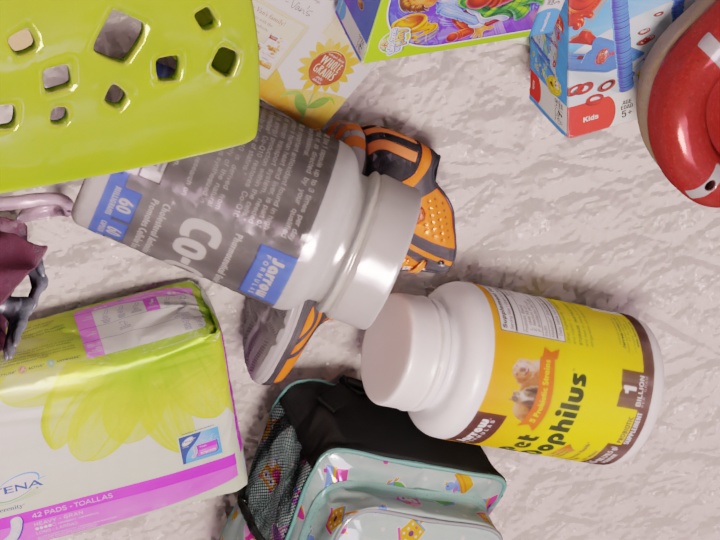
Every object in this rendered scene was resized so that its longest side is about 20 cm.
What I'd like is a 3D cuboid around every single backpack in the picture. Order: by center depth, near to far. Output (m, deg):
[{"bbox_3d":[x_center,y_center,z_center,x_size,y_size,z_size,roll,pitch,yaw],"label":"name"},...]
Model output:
[{"bbox_3d":[-0.004,0.196,1.866,0.175,0.154,0.200,10,128,-32],"label":"backpack"}]

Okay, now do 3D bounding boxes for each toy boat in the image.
[{"bbox_3d":[0.274,-0.118,1.657,0.200,0.131,0.130,-44,132,8],"label":"toy boat"}]

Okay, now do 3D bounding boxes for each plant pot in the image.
[{"bbox_3d":[-0.173,-0.179,1.448,0.199,0.199,0.182,-14,134,-27],"label":"plant pot"}]

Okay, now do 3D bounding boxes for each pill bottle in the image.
[{"bbox_3d":[-0.070,-0.044,1.641,0.199,0.114,0.114,23,118,-6],"label":"pill bottle"},{"bbox_3d":[0.104,0.070,1.833,0.199,0.109,0.110,11,121,-26],"label":"pill bottle"}]

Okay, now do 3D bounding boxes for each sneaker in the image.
[{"bbox_3d":[0.000,0.000,1.764,0.111,0.078,0.201,13,120,-26],"label":"sneaker"}]

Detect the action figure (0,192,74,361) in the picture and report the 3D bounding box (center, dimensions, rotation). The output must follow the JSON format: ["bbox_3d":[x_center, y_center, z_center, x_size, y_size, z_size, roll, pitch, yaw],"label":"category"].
[{"bbox_3d":[-0.291,-0.020,1.628,0.199,0.134,0.150,24,79,-5],"label":"action figure"}]

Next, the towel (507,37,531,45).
[{"bbox_3d":[0.053,-0.208,1.662,0.199,0.023,0.153,-1,125,-19],"label":"towel"}]

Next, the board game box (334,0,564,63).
[{"bbox_3d":[0.072,-0.213,1.541,0.134,0.045,0.201,-12,146,-23],"label":"board game box"}]

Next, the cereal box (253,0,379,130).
[{"bbox_3d":[-0.018,-0.195,1.605,0.144,0.040,0.200,31,108,-37],"label":"cereal box"}]

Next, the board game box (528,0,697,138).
[{"bbox_3d":[0.207,-0.202,1.686,0.199,0.056,0.197,-17,130,-16],"label":"board game box"}]

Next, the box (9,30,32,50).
[{"bbox_3d":[-0.286,-0.182,1.559,0.163,0.021,0.200,-30,129,3],"label":"box"}]

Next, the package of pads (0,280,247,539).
[{"bbox_3d":[-0.184,0.099,1.777,0.199,0.068,0.155,-15,130,-9],"label":"package of pads"}]
